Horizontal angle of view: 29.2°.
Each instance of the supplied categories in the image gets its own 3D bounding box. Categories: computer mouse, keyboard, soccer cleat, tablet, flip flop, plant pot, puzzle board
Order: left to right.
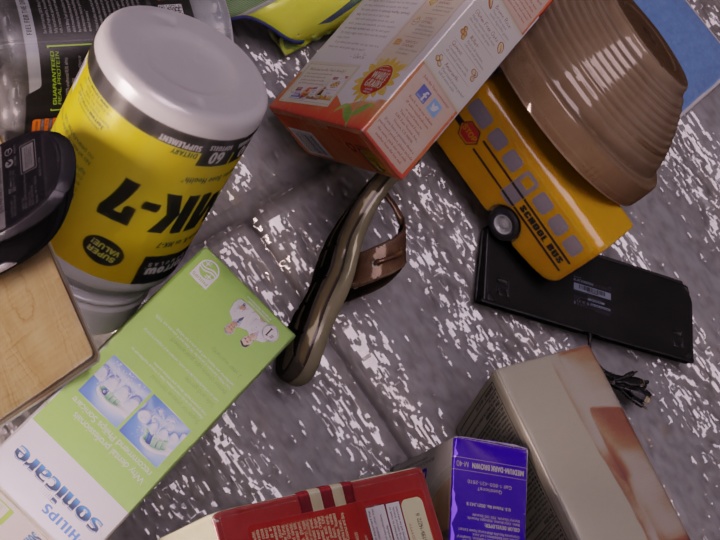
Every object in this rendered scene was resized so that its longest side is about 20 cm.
[{"bbox_3d":[-0.253,0.023,0.850,0.150,0.017,0.200,-34,55,3],"label":"puzzle board"},{"bbox_3d":[-0.253,-0.037,0.851,0.046,0.199,0.141,47,17,-49],"label":"computer mouse"},{"bbox_3d":[-0.037,-0.211,1.098,0.199,0.065,0.084,1,101,-28],"label":"soccer cleat"},{"bbox_3d":[0.000,0.000,1.016,0.057,0.081,0.201,27,67,-8],"label":"flip flop"},{"bbox_3d":[0.182,0.042,1.115,0.199,0.021,0.128,16,60,-17],"label":"keyboard"},{"bbox_3d":[0.192,-0.159,1.094,0.201,0.093,0.201,41,26,-25],"label":"plant pot"},{"bbox_3d":[0.242,-0.230,1.243,0.130,0.014,0.200,-39,90,-30],"label":"tablet"}]

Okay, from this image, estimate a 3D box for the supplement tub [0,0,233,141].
[{"bbox_3d":[-0.197,-0.145,0.958,0.199,0.123,0.123,-8,75,-26],"label":"supplement tub"}]

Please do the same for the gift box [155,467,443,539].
[{"bbox_3d":[-0.039,0.236,0.856,0.199,0.187,0.185,1,70,-38],"label":"gift box"}]

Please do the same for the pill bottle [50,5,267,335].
[{"bbox_3d":[-0.151,-0.059,0.892,0.114,0.200,0.115,22,36,-17],"label":"pill bottle"}]

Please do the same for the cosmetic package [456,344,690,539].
[{"bbox_3d":[0.156,0.168,0.985,0.087,0.103,0.201,-12,63,-23],"label":"cosmetic package"}]

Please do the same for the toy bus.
[{"bbox_3d":[0.122,-0.090,1.095,0.065,0.078,0.200,-33,87,-46],"label":"toy bus"}]

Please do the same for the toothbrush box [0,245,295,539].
[{"bbox_3d":[-0.153,0.097,0.876,0.086,0.146,0.200,44,61,-4],"label":"toothbrush box"}]

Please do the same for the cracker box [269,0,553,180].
[{"bbox_3d":[0.041,-0.167,1.032,0.200,0.134,0.058,-50,123,-12],"label":"cracker box"}]

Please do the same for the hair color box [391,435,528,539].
[{"bbox_3d":[0.062,0.225,0.945,0.065,0.109,0.201,11,67,-20],"label":"hair color box"}]
